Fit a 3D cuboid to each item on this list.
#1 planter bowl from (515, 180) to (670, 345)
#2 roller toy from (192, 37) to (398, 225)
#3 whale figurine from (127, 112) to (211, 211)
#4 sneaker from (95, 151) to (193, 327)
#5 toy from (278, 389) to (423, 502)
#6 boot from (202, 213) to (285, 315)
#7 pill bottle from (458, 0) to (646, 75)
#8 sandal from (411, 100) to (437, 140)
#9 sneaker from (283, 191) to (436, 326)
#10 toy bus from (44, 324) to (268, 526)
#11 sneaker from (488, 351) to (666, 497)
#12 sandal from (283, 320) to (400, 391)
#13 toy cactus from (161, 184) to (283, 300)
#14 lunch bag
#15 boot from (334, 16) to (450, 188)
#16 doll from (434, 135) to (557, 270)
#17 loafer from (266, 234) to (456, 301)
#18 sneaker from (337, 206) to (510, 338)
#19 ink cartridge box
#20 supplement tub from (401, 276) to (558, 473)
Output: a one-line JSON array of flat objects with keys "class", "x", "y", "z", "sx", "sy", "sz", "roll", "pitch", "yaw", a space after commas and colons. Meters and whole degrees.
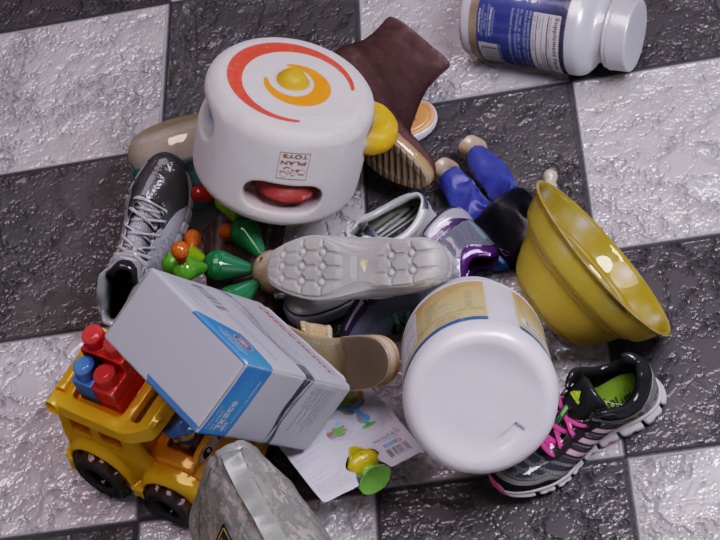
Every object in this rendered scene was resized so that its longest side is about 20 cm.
[{"class": "planter bowl", "x": 0.215, "y": 0.013, "z": 1.649, "sx": 0.083, "sy": 0.200, "sz": 0.201, "roll": -42, "pitch": 49, "yaw": 17}, {"class": "roller toy", "x": -0.079, "y": -0.151, "z": 1.732, "sx": 0.199, "sy": 0.141, "sz": 0.182, "roll": 36, "pitch": 45, "yaw": 21}, {"class": "whale figurine", "x": -0.165, "y": -0.130, "z": 1.890, "sx": 0.198, "sy": 0.105, "sz": 0.159, "roll": -17, "pitch": 12, "yaw": -20}, {"class": "sneaker", "x": -0.233, "y": -0.028, "z": 1.766, "sx": 0.074, "sy": 0.116, "sz": 0.202, "roll": 17, "pitch": 94, "yaw": -1}, {"class": "toy", "x": -0.032, "y": 0.160, "z": 1.656, "sx": 0.114, "sy": 0.048, "sz": 0.200, "roll": -25, "pitch": 38, "yaw": -18}, {"class": "boot", "x": -0.173, "y": 0.014, "z": 1.801, "sx": 0.184, "sy": 0.065, "sz": 0.202, "roll": -3, "pitch": 54, "yaw": 2}, {"class": "pill bottle", "x": 0.222, "y": -0.286, "z": 1.892, "sx": 0.198, "sy": 0.111, "sz": 0.112, "roll": 14, "pitch": 58, "yaw": 23}, {"class": "sandal", "x": -0.013, "y": -0.164, "z": 1.894, "sx": 0.205, "sy": 0.059, "sz": 0.080, "roll": -22, "pitch": 51, "yaw": -3}, {"class": "sneaker", "x": -0.005, "y": -0.019, "z": 1.775, "sx": 0.199, "sy": 0.071, "sz": 0.073, "roll": -38, "pitch": 54, "yaw": -12}, {"class": "toy bus", "x": -0.209, "y": 0.137, "z": 1.635, "sx": 0.198, "sy": 0.193, "sz": 0.136, "roll": 19, "pitch": 59, "yaw": 25}, {"class": "sneaker", "x": 0.205, "y": 0.141, "z": 1.589, "sx": 0.198, "sy": 0.088, "sz": 0.074, "roll": -29, "pitch": 52, "yaw": -8}, {"class": "sandal", "x": -0.037, "y": 0.090, "z": 1.665, "sx": 0.210, "sy": 0.069, "sz": 0.079, "roll": 0, "pitch": 92, "yaw": 36}, {"class": "toy cactus", "x": -0.127, "y": -0.012, "z": 1.732, "sx": 0.163, "sy": 0.103, "sz": 0.201, "roll": 7, "pitch": 41, "yaw": 0}, {"class": "lunch bag", "x": -0.078, "y": 0.267, "z": 1.497, "sx": 0.117, "sy": 0.201, "sz": 0.165, "roll": -27, "pitch": 52, "yaw": -8}, {"class": "boot", "x": 0.049, "y": -0.195, "z": 1.854, "sx": 0.200, "sy": 0.073, "sz": 0.166, "roll": 41, "pitch": 58, "yaw": 19}, {"class": "doll", "x": 0.158, "y": -0.063, "z": 1.776, "sx": 0.136, "sy": 0.048, "sz": 0.201, "roll": -38, "pitch": 54, "yaw": 6}, {"class": "loafer", "x": 0.000, "y": 0.000, "z": 1.659, "sx": 0.198, "sy": 0.070, "sz": 0.071, "roll": 1, "pitch": 81, "yaw": 26}, {"class": "sneaker", "x": 0.064, "y": 0.027, "z": 1.718, "sx": 0.087, "sy": 0.075, "sz": 0.200, "roll": 39, "pitch": 82, "yaw": 23}, {"class": "ink cartridge box", "x": -0.122, "y": 0.087, "z": 1.551, "sx": 0.145, "sy": 0.199, "sz": 0.084, "roll": 41, "pitch": 100, "yaw": 28}, {"class": "supplement tub", "x": 0.110, "y": 0.092, "z": 1.569, "sx": 0.143, "sy": 0.146, "sz": 0.200, "roll": -13, "pitch": 15, "yaw": 5}]
